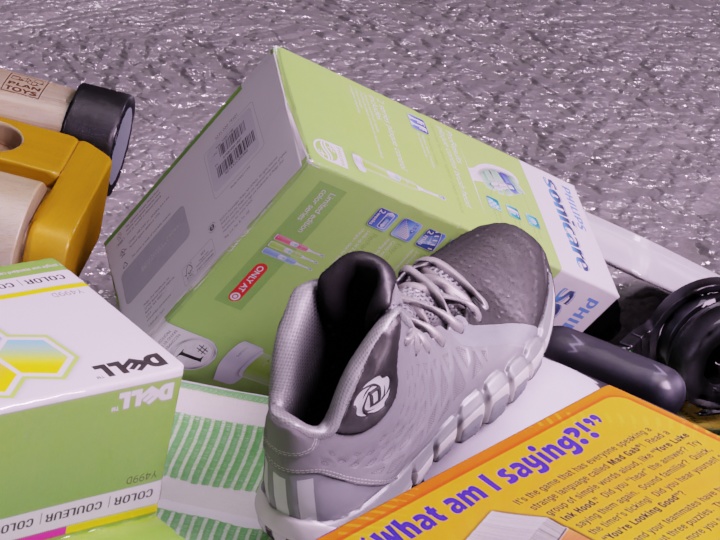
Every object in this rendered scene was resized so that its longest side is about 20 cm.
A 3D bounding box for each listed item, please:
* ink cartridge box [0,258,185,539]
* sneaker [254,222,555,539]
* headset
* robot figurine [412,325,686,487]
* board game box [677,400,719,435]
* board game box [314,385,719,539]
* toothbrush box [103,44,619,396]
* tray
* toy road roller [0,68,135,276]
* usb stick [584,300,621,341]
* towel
[{"bbox_3d":[-0.131,0.081,0.985,0.147,0.076,0.200,-11,33,-40],"label":"ink cartridge box"},{"bbox_3d":[0.023,0.022,1.061,0.075,0.116,0.200,20,51,24],"label":"sneaker"},{"bbox_3d":[0.209,0.062,1.295,0.200,0.094,0.123,-33,46,-32],"label":"headset"},{"bbox_3d":[0.077,0.102,1.141,0.200,0.125,0.150,23,17,30],"label":"robot figurine"},{"bbox_3d":[0.118,0.069,1.337,0.199,0.024,0.105,16,26,18],"label":"board game box"},{"bbox_3d":[0.095,0.193,0.876,0.199,0.201,0.200,26,32,34],"label":"board game box"},{"bbox_3d":[0.000,0.000,1.211,0.200,0.146,0.086,22,34,-33],"label":"toothbrush box"},{"bbox_3d":[0.162,-0.003,1.387,0.107,0.022,0.200,26,2,35],"label":"tray"},{"bbox_3d":[-0.197,-0.016,1.294,0.122,0.146,0.200,14,29,2],"label":"toy road roller"},{"bbox_3d":[0.063,-0.003,1.456,0.200,0.033,0.055,26,24,34],"label":"usb stick"},{"bbox_3d":[-0.095,0.097,1.080,0.152,0.023,0.200,12,25,-1],"label":"towel"}]
